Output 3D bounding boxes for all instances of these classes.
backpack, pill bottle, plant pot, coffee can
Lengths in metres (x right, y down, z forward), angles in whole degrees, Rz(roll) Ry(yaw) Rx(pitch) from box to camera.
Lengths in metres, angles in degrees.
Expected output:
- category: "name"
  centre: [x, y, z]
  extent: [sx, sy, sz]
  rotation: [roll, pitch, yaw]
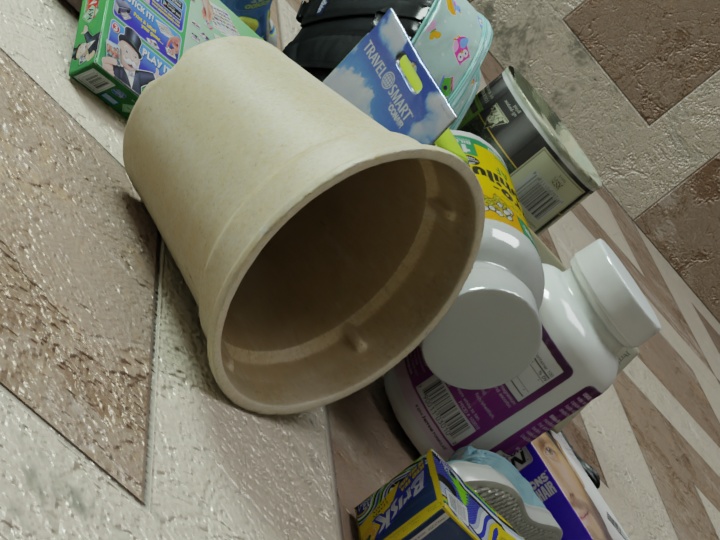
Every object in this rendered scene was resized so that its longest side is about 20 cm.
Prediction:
- category: "backpack"
  centre: [0.026, -0.187, 1.414]
  extent: [0.153, 0.177, 0.199]
  rotation: [42, -23, -25]
- category: "pill bottle"
  centre: [0.125, 0.066, 1.170]
  extent: [0.113, 0.199, 0.112]
  rotation: [51, 13, -16]
- category: "plant pot"
  centre: [-0.053, -0.046, 0.972]
  extent: [0.184, 0.201, 0.200]
  rotation: [48, 10, 34]
- category: "coffee can"
  centre: [0.111, -0.076, 1.476]
  extent: [0.147, 0.199, 0.147]
  rotation: [47, 15, -16]
- category: "pill bottle"
  centre: [0.071, -0.009, 1.104]
  extent: [0.113, 0.112, 0.201]
  rotation: [43, 19, -28]

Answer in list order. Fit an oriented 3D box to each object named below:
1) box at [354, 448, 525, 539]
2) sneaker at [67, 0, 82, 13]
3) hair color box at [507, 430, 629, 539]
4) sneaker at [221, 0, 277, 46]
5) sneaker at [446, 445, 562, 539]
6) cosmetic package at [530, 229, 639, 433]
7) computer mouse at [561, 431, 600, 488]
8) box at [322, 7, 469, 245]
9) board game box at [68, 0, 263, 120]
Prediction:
- category: "box"
  centre: [0.085, 0.209, 0.979]
  extent: [0.200, 0.070, 0.064]
  rotation: [46, 15, -24]
- category: "sneaker"
  centre: [-0.191, -0.238, 1.167]
  extent: [0.200, 0.080, 0.072]
  rotation: [40, 19, -40]
- category: "hair color box"
  centre: [0.176, 0.225, 1.236]
  extent: [0.201, 0.065, 0.109]
  rotation: [56, 16, 22]
- category: "sneaker"
  centre: [-0.099, -0.250, 1.433]
  extent: [0.076, 0.105, 0.200]
  rotation: [53, 15, 6]
- category: "sneaker"
  centre: [0.076, 0.160, 1.089]
  extent: [0.082, 0.074, 0.200]
  rotation: [51, 3, 31]
- category: "cosmetic package"
  centre: [0.126, 0.026, 1.275]
  extent: [0.200, 0.104, 0.073]
  rotation: [45, 1, -16]
- category: "computer mouse"
  centre: [0.152, 0.134, 1.415]
  extent: [0.200, 0.044, 0.110]
  rotation: [36, 23, -48]
- category: "box"
  centre: [-0.010, -0.071, 1.086]
  extent: [0.047, 0.200, 0.123]
  rotation: [20, 33, -46]
- category: "board game box"
  centre: [-0.130, -0.153, 1.148]
  extent: [0.200, 0.029, 0.136]
  rotation: [38, 46, -44]
